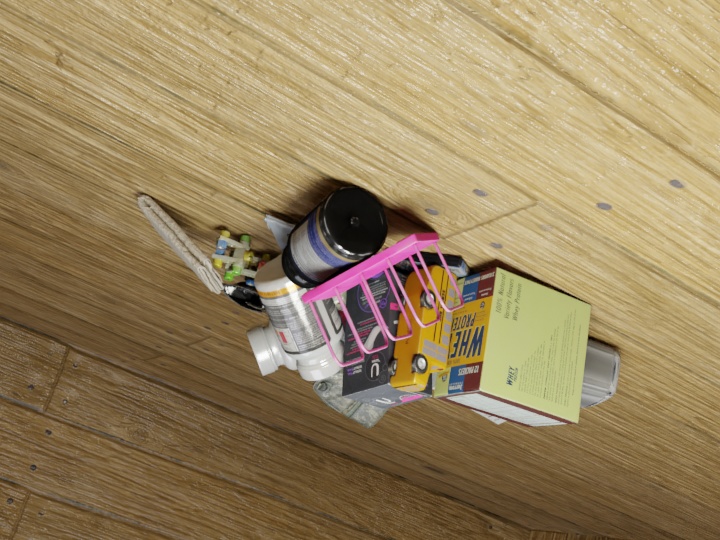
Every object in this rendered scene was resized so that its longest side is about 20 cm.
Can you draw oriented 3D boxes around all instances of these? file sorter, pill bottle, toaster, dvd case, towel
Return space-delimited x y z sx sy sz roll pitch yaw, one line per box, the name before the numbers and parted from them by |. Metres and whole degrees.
file sorter | 0.040 0.045 1.416 0.198 0.127 0.139 -28 174 18
pill bottle | -0.096 0.078 1.602 0.115 0.116 0.203 0 120 41
pill bottle | -0.048 -0.042 1.444 0.110 0.114 0.200 24 153 -18
toaster | 0.384 0.180 1.707 0.127 0.116 0.200 16 159 -8
pill bottle | -0.110 0.118 1.773 0.197 0.121 0.120 -22 162 -8
dvd case | 0.138 0.019 1.622 0.141 0.018 0.200 8 159 28
towel | -0.324 -0.049 1.708 0.200 0.034 0.133 45 168 20

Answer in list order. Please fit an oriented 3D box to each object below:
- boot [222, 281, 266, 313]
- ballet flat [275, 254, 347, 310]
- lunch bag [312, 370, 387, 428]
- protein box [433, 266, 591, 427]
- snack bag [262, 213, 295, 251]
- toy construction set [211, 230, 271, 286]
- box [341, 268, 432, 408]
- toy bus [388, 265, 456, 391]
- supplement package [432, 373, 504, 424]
boot | -0.173 0.067 1.860 0.197 0.070 0.174 18 -176 4
ballet flat | -0.070 0.037 1.681 0.198 0.063 0.067 27 161 -9
lunch bag | -0.008 0.202 1.977 0.166 0.202 0.140 31 130 -13
protein box | 0.247 0.130 1.524 0.197 0.202 0.134 20 160 -24
snack bag | -0.061 -0.028 1.627 0.197 0.022 0.189 18 161 16
toy construction set | -0.179 -0.002 1.752 0.198 0.093 0.131 28 162 4
box | 0.047 0.118 1.592 0.105 0.203 0.121 21 151 -37
toy bus | 0.102 0.096 1.512 0.078 0.203 0.065 25 154 -35
supplement package | 0.243 0.195 1.816 0.199 0.119 0.117 30 135 -34
